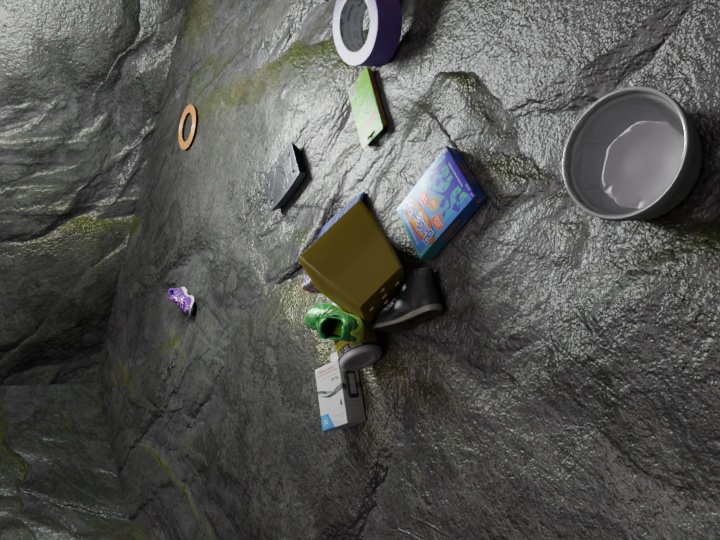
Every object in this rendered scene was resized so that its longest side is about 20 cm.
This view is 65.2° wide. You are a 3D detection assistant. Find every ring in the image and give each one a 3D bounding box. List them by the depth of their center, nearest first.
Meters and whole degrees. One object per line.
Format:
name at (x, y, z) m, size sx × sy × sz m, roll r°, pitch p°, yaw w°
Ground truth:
ring at (-0.788, -0.655, 2.579) m, size 0.198 × 0.019 × 0.207 m, roll -9°, pitch 79°, yaw 50°

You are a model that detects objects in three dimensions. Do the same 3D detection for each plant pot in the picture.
plant pot at (0.000, 0.000, 1.318) m, size 0.199 × 0.201 × 0.176 m, roll -42°, pitch 68°, yaw -8°

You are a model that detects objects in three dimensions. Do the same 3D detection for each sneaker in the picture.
sneaker at (0.105, 0.072, 1.309) m, size 0.197 × 0.074 × 0.109 m, roll -25°, pitch 61°, yaw 37°
sneaker at (-0.075, 0.121, 1.338) m, size 0.197 × 0.082 × 0.077 m, roll 9°, pitch 93°, yaw 47°
sneaker at (-0.093, -0.010, 1.566) m, size 0.199 × 0.079 × 0.091 m, roll -38°, pitch 50°, yaw 36°
sneaker at (-0.761, 0.132, 2.381) m, size 0.198 × 0.082 × 0.083 m, roll 31°, pitch 109°, yaw 48°

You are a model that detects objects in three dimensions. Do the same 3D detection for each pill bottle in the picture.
pill bottle at (-0.025, 0.138, 1.424) m, size 0.111 × 0.109 × 0.204 m, roll -45°, pitch 52°, yaw 37°

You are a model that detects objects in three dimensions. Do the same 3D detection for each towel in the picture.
towel at (-0.063, -0.116, 1.533) m, size 0.199 × 0.024 × 0.147 m, roll -36°, pitch 26°, yaw 43°

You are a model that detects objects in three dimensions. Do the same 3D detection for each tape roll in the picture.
tape roll at (0.015, -0.640, 1.466) m, size 0.198 × 0.083 × 0.206 m, roll 22°, pitch 118°, yaw 50°

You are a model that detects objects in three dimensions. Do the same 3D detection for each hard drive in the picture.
hard drive at (-0.245, -0.297, 1.820) m, size 0.200 × 0.041 × 0.138 m, roll -43°, pitch 53°, yaw 39°

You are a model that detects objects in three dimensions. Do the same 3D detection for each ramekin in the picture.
ramekin at (0.434, -0.175, 0.892) m, size 0.198 × 0.103 × 0.207 m, roll -10°, pitch 78°, yaw 51°

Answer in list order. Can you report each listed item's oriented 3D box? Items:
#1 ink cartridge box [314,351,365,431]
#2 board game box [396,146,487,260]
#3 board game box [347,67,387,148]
ink cartridge box at (-0.058, 0.305, 1.477) m, size 0.115 × 0.066 × 0.206 m, roll -32°, pitch 61°, yaw 44°
board game box at (0.175, -0.148, 1.263) m, size 0.201 × 0.044 × 0.155 m, roll -51°, pitch 48°, yaw 35°
board game box at (0.018, -0.435, 1.518) m, size 0.095 × 0.029 × 0.205 m, roll -37°, pitch 55°, yaw 44°
